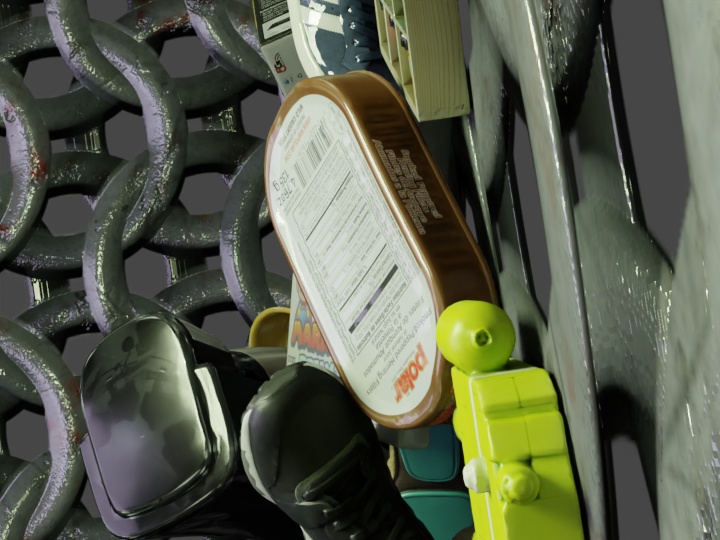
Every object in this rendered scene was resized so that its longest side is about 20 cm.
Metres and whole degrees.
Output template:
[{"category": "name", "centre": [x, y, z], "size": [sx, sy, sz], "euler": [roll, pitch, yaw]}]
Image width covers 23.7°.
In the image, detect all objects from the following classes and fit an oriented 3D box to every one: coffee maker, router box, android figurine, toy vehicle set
[{"category": "coffee maker", "centre": [-0.070, 0.125, 1.129], "size": [0.192, 0.135, 0.199], "euler": [45, -163, 29]}, {"category": "router box", "centre": [-0.017, -0.126, 1.222], "size": [0.150, 0.051, 0.201], "euler": [-100, -13, -53]}, {"category": "android figurine", "centre": [0.065, 0.103, 0.735], "size": [0.200, 0.041, 0.184], "euler": [-105, 6, -88]}, {"category": "toy vehicle set", "centre": [0.025, -0.161, 0.900], "size": [0.200, 0.026, 0.125], "euler": [-105, 7, -73]}]

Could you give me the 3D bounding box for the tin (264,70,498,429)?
[{"category": "tin", "centre": [0.006, -0.011, 0.886], "size": [0.201, 0.042, 0.112], "euler": [64, 146, 25]}]

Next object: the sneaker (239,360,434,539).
[{"category": "sneaker", "centre": [0.008, 0.133, 0.909], "size": [0.087, 0.076, 0.201], "euler": [28, 151, 46]}]

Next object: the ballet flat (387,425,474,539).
[{"category": "ballet flat", "centre": [0.046, 0.115, 1.057], "size": [0.071, 0.070, 0.201], "euler": [-101, 5, -46]}]

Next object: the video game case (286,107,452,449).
[{"category": "video game case", "centre": [0.000, 0.000, 1.003], "size": [0.200, 0.023, 0.184], "euler": [-173, 86, -70]}]

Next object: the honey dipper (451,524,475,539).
[{"category": "honey dipper", "centre": [0.075, 0.206, 1.001], "size": [0.201, 0.038, 0.038], "euler": [78, -178, -57]}]

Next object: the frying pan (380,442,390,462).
[{"category": "frying pan", "centre": [0.037, 0.124, 1.138], "size": [0.115, 0.031, 0.191], "euler": [-49, -40, -46]}]

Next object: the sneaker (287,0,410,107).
[{"category": "sneaker", "centre": [-0.002, -0.184, 1.074], "size": [0.084, 0.075, 0.201], "euler": [-39, 70, 51]}]

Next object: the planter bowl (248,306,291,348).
[{"category": "planter bowl", "centre": [0.001, 0.101, 1.424], "size": [0.200, 0.083, 0.201], "euler": [37, 145, 32]}]
